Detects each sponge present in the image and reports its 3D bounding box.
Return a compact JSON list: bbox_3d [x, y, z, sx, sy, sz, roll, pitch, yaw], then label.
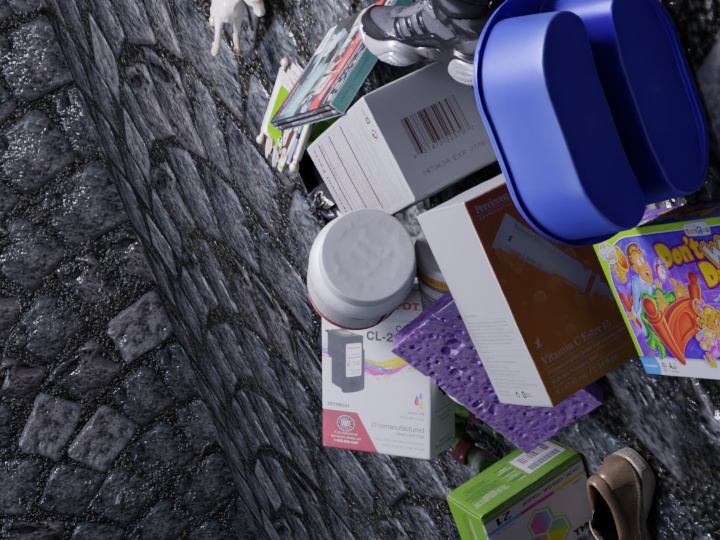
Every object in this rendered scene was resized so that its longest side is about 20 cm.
[{"bbox_3d":[0.141,0.102,1.029,0.200,0.030,0.112,38,125,-17],"label":"sponge"}]

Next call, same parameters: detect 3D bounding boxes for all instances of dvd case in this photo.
[{"bbox_3d":[-0.026,-0.224,1.102,0.022,0.146,0.200,35,168,-21],"label":"dvd case"}]

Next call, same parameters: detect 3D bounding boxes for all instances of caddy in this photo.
[{"bbox_3d":[0.165,-0.116,0.746,0.105,0.141,0.200,1,116,62],"label":"caddy"}]

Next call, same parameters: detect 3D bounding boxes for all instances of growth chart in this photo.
[{"bbox_3d":[-0.092,-0.198,1.299,0.200,0.018,0.145,-132,57,-62],"label":"growth chart"}]

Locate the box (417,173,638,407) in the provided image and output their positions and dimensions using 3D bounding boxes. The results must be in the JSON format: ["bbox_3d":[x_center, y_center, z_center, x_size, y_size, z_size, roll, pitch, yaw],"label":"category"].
[{"bbox_3d":[0.160,0.009,0.934,0.200,0.124,0.097,65,158,-6],"label":"box"}]

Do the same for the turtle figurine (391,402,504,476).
[{"bbox_3d":[0.093,0.180,1.272,0.194,0.144,0.200,27,156,45],"label":"turtle figurine"}]

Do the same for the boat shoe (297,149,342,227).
[{"bbox_3d":[-0.043,-0.095,1.324,0.070,0.066,0.200,-58,38,39],"label":"boat shoe"}]

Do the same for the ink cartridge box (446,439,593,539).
[{"bbox_3d":[0.206,0.318,1.176,0.076,0.148,0.200,17,132,62],"label":"ink cartridge box"}]

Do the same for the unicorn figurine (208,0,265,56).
[{"bbox_3d":[-0.174,-0.364,1.369,0.200,0.074,0.137,56,149,35],"label":"unicorn figurine"}]

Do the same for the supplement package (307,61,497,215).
[{"bbox_3d":[0.042,-0.127,1.070,0.117,0.117,0.200,62,161,-2],"label":"supplement package"}]

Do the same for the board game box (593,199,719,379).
[{"bbox_3d":[0.274,0.016,0.778,0.135,0.045,0.200,66,160,-6],"label":"board game box"}]

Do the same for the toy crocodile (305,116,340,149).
[{"bbox_3d":[-0.024,-0.161,1.286,0.068,0.062,0.200,-53,59,33],"label":"toy crocodile"}]

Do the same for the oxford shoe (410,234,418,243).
[{"bbox_3d":[0.029,-0.027,1.294,0.058,0.075,0.200,62,165,-5],"label":"oxford shoe"}]

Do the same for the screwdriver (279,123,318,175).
[{"bbox_3d":[-0.053,-0.185,1.261,0.028,0.029,0.200,60,138,22],"label":"screwdriver"}]

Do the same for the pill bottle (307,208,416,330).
[{"bbox_3d":[0.000,0.000,1.042,0.110,0.109,0.200,61,172,6],"label":"pill bottle"}]

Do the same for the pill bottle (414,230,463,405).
[{"bbox_3d":[0.124,0.045,1.083,0.116,0.116,0.200,41,150,47],"label":"pill bottle"}]

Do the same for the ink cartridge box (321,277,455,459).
[{"bbox_3d":[0.033,0.111,1.201,0.146,0.083,0.200,2,97,26],"label":"ink cartridge box"}]

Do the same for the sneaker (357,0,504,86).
[{"bbox_3d":[0.069,-0.245,0.919,0.200,0.075,0.114,29,140,42],"label":"sneaker"}]

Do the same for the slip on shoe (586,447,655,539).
[{"bbox_3d":[0.273,0.274,1.077,0.076,0.061,0.200,45,153,41],"label":"slip on shoe"}]
